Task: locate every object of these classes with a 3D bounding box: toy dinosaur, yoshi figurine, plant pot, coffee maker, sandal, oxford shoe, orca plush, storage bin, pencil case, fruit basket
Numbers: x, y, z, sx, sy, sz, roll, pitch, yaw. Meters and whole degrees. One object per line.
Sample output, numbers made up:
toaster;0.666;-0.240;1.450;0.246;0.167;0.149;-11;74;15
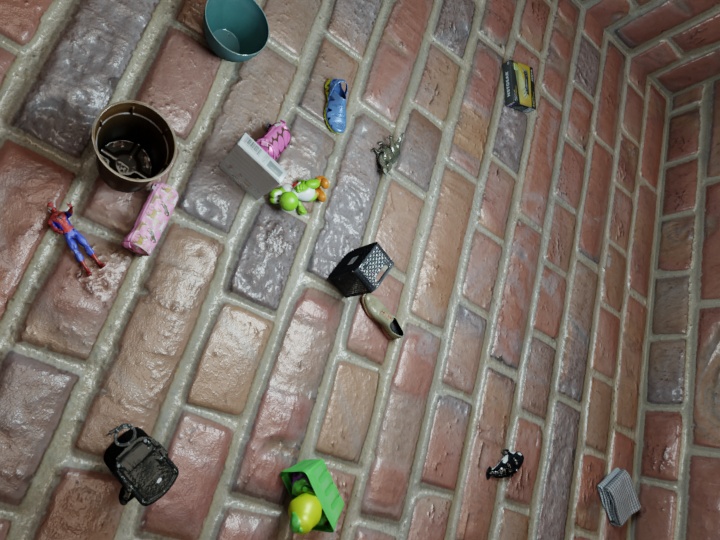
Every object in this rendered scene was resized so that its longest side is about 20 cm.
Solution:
toy dinosaur;0.103;-0.426;1.929;0.103;0.076;0.202;53;54;-28
yoshi figurine;-0.190;-0.235;1.679;0.196;0.111;0.116;-17;98;-30
plant pot;-0.598;-0.302;1.370;0.196;0.197;0.207;6;78;-30
coffee maker;-0.544;0.447;1.280;0.132;0.198;0.198;-15;92;-35
sandal;-0.079;-0.575;1.817;0.078;0.086;0.206;-4;86;-34
oxford shoe;0.083;0.152;1.806;0.201;0.074;0.071;49;61;-16
orca plush;0.572;0.749;2.025;0.195;0.071;0.109;5;79;-32
plant pot;-0.394;-0.723;1.608;0.196;0.134;0.206;6;78;-31
storage bin;0.000;0.000;1.703;0.094;0.198;0.136;47;61;-16
pencil case;-0.570;-0.138;1.430;0.085;0.082;0.205;27;69;-26
fruit basket;-0.156;0.675;1.517;0.213;0.153;0.222;19;63;-41
pencil case;-0.273;-0.389;1.609;0.089;0.095;0.202;27;32;-9

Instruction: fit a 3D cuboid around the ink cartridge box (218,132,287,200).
ink cartridge box;-0.319;-0.298;1.545;0.162;0.199;0.058;42;68;-19

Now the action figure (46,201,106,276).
action figure;-0.719;-0.089;1.321;0.065;0.098;0.202;-39;101;-32

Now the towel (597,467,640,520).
towel;1.156;1.014;2.349;0.163;0.085;0.205;-24;95;-32

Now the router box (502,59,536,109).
router box;0.723;-0.836;2.394;0.154;0.052;0.206;2;81;-32
